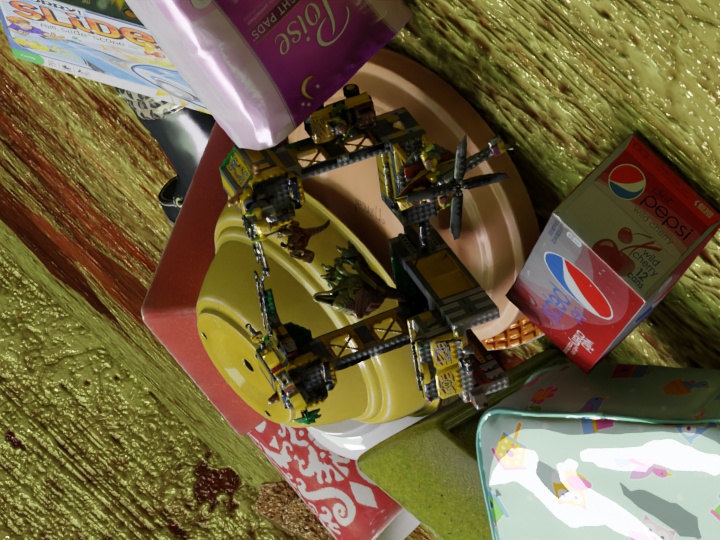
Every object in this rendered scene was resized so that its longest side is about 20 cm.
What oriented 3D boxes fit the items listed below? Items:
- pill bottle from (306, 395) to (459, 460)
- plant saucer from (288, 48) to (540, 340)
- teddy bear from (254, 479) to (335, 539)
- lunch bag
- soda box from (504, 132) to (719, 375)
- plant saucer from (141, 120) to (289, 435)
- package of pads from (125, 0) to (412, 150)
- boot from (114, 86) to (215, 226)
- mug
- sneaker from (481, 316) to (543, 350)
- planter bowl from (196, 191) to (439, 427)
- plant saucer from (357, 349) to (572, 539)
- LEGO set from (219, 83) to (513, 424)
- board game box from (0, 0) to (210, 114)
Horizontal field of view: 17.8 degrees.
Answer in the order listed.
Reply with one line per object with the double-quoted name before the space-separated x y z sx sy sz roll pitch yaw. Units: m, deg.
"pill bottle" 0.018 0.088 1.700 0.112 0.112 0.200 40 -174 22
"plant saucer" 0.026 -0.042 1.400 0.200 0.032 0.200 35 144 30
"teddy bear" -0.047 0.332 3.019 0.145 0.067 0.200 42 165 -36
"lunch bag" 0.168 0.138 1.336 0.200 0.077 0.160 0 113 35
"soda box" 0.135 -0.005 1.248 0.070 0.063 0.200 44 169 7
"plant saucer" -0.072 -0.007 1.641 0.037 0.200 0.200 8 155 25
"package of pads" -0.072 -0.173 1.231 0.076 0.121 0.200 28 159 53
"boot" -0.135 -0.102 1.797 0.154 0.073 0.204 51 160 -20
"mug" -0.023 0.179 2.240 0.200 0.133 0.178 45 167 14
"sneaker" 0.077 0.009 1.502 0.200 0.092 0.076 0 99 48
"planter bowl" -0.047 0.040 1.486 0.200 0.083 0.200 42 157 22
"plant saucer" 0.135 0.132 1.508 0.200 0.200 0.048 39 133 25
"LEGO set" 0.007 0.009 1.294 0.116 0.154 0.200 -127 30 -52
"board game box" -0.141 -0.154 1.529 0.200 0.034 0.135 16 164 5
